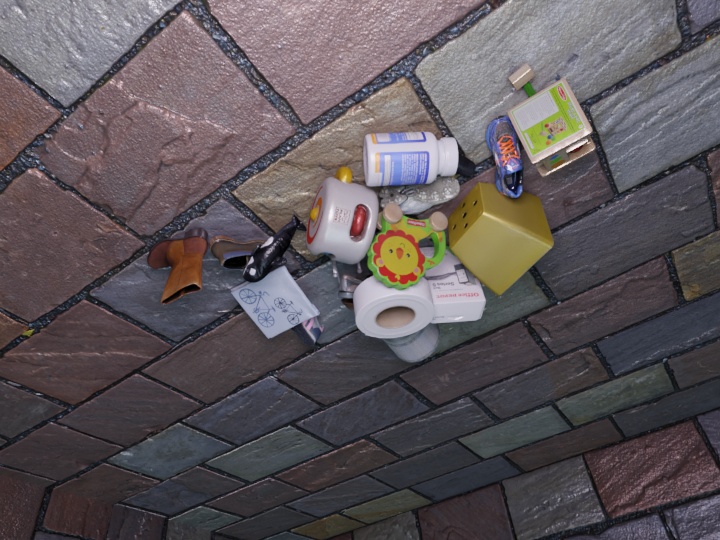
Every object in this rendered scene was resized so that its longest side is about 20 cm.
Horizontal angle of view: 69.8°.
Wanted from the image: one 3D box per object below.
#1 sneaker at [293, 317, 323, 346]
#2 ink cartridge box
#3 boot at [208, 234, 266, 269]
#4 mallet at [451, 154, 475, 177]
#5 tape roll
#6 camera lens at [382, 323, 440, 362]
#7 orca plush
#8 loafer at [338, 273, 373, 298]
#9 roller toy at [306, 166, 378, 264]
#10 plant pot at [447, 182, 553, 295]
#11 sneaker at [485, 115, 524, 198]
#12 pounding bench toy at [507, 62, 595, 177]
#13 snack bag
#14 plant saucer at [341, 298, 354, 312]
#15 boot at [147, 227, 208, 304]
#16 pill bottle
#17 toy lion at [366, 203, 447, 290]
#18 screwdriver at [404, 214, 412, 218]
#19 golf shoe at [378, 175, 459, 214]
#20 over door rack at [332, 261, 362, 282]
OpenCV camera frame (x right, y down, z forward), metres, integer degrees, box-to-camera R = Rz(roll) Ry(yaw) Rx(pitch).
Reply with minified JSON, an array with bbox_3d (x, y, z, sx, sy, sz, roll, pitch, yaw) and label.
[{"bbox_3d":[-0.172,0.125,1.535,0.070,0.082,0.202,2,126,36],"label":"sneaker"},{"bbox_3d":[0.238,0.033,1.388,0.143,0.202,0.085,-4,138,-5],"label":"ink cartridge box"},{"bbox_3d":[-0.278,-0.029,1.300,0.198,0.097,0.075,8,120,-34],"label":"boot"},{"bbox_3d":[0.185,-0.206,1.249,0.065,0.042,0.200,27,131,-30],"label":"mallet"},{"bbox_3d":[0.081,0.088,1.279,0.200,0.071,0.203,-5,143,-4],"label":"tape roll"},{"bbox_3d":[0.138,0.168,1.548,0.159,0.161,0.200,-24,135,16],"label":"camera lens"},{"bbox_3d":[-0.199,-0.038,1.274,0.200,0.071,0.106,-43,158,-22],"label":"orca plush"},{"bbox_3d":[0.022,0.037,1.365,0.071,0.064,0.199,2,-177,42],"label":"loafer"},{"bbox_3d":[-0.049,-0.117,1.195,0.138,0.184,0.201,13,133,-18],"label":"roller toy"},{"bbox_3d":[0.327,-0.099,1.282,0.175,0.201,0.200,26,129,-15],"label":"plant pot"},{"bbox_3d":[0.339,-0.254,1.170,0.075,0.079,0.201,-21,120,5],"label":"sneaker"},{"bbox_3d":[0.394,-0.326,1.097,0.123,0.202,0.156,-27,166,24],"label":"pounding bench toy"},{"bbox_3d":[-0.241,0.088,1.459,0.198,0.021,0.189,-26,113,22],"label":"snack bag"},{"bbox_3d":[0.046,0.086,1.434,0.198,0.200,0.037,-7,98,-1],"label":"plant saucer"},{"bbox_3d":[-0.454,0.007,1.254,0.186,0.202,0.069,-17,137,10],"label":"boot"},{"bbox_3d":[0.109,-0.246,1.136,0.197,0.113,0.113,-3,137,-5],"label":"pill bottle"},{"bbox_3d":[0.110,-0.049,1.206,0.198,0.194,0.069,7,161,-22],"label":"toy lion"},{"bbox_3d":[0.037,-0.115,1.329,0.197,0.028,0.029,-11,107,4],"label":"screwdriver"},{"bbox_3d":[0.147,-0.177,1.241,0.198,0.079,0.097,-5,158,24],"label":"golf shoe"},{"bbox_3d":[0.000,0.000,1.416,0.146,0.067,0.201,-9,137,3],"label":"over door rack"}]
